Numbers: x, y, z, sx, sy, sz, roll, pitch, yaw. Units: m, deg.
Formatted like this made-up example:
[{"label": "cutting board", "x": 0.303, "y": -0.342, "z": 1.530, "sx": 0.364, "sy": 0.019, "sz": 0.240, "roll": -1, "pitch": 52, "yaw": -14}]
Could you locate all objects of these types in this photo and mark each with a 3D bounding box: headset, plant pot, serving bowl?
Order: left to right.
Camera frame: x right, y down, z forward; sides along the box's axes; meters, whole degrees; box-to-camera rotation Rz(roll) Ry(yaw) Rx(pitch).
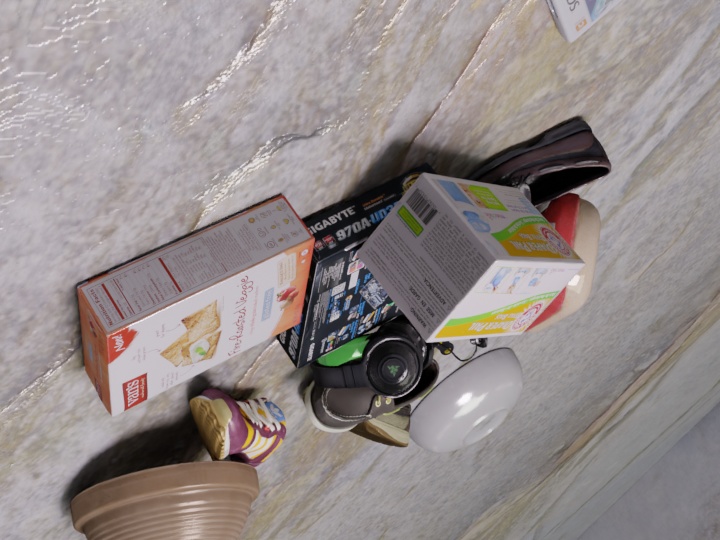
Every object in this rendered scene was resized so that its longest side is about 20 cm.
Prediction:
[{"label": "plant pot", "x": -0.198, "y": 0.272, "z": 1.253, "sx": 0.197, "sy": 0.094, "sz": 0.201, "roll": -12, "pitch": 159, "yaw": -5}, {"label": "headset", "x": 0.039, "y": 0.076, "z": 1.278, "sx": 0.197, "sy": 0.096, "sz": 0.123, "roll": -9, "pitch": -168, "yaw": 18}, {"label": "serving bowl", "x": 0.164, "y": 0.203, "z": 1.748, "sx": 0.198, "sy": 0.066, "sz": 0.201, "roll": -30, "pitch": 154, "yaw": -16}]

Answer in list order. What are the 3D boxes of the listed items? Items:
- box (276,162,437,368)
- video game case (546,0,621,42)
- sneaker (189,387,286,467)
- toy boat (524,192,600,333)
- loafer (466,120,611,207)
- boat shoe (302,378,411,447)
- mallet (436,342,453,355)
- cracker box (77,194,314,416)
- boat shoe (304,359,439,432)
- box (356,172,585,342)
[{"label": "box", "x": 0.000, "y": 0.000, "z": 1.179, "sx": 0.158, "sy": 0.046, "sz": 0.201, "roll": -27, "pitch": 154, "yaw": -24}, {"label": "video game case", "x": 0.232, "y": -0.297, "z": 0.998, "sx": 0.199, "sy": 0.023, "sz": 0.182, "roll": -40, "pitch": 156, "yaw": 6}, {"label": "sneaker", "x": -0.124, "y": 0.159, "z": 1.266, "sx": 0.089, "sy": 0.076, "sz": 0.200, "roll": -28, "pitch": 163, "yaw": -15}, {"label": "toy boat", "x": 0.182, "y": -0.016, "z": 1.331, "sx": 0.129, "sy": 0.133, "sz": 0.200, "roll": 15, "pitch": 160, "yaw": -11}, {"label": "loafer", "x": 0.173, "y": -0.088, "z": 1.241, "sx": 0.198, "sy": 0.063, "sz": 0.072, "roll": -30, "pitch": 155, "yaw": -17}, {"label": "boat shoe", "x": -0.002, "y": 0.159, "z": 1.444, "sx": 0.200, "sy": 0.072, "sz": 0.066, "roll": 39, "pitch": 59, "yaw": -52}, {"label": "mallet", "x": 0.096, "y": 0.072, "z": 1.461, "sx": 0.066, "sy": 0.041, "sz": 0.200, "roll": -38, "pitch": 161, "yaw": 10}, {"label": "cracker box", "x": -0.140, "y": 0.031, "z": 1.028, "sx": 0.198, "sy": 0.058, "sz": 0.135, "roll": -26, "pitch": 153, "yaw": -24}, {"label": "boat shoe", "x": 0.016, "y": 0.131, "z": 1.363, "sx": 0.060, "sy": 0.073, "sz": 0.200, "roll": -23, "pitch": 174, "yaw": 37}, {"label": "box", "x": 0.109, "y": -0.010, "z": 1.121, "sx": 0.102, "sy": 0.113, "sz": 0.199, "roll": -49, "pitch": 156, "yaw": 22}]
